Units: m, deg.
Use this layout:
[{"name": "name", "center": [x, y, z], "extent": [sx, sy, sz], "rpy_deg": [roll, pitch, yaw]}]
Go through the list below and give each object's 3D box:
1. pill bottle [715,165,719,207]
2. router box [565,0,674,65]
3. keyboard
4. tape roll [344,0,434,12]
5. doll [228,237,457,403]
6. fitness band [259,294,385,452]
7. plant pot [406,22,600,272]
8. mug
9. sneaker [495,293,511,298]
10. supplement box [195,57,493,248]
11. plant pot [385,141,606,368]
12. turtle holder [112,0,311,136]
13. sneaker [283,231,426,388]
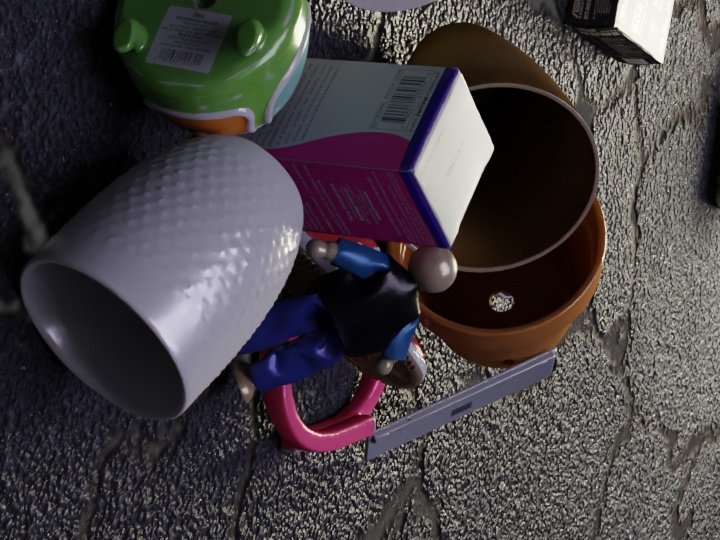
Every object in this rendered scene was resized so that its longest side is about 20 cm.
[{"name": "pill bottle", "center": [0.533, -0.174, 2.473], "extent": [0.116, 0.116, 0.201], "rpy_deg": [10, 88, -60]}, {"name": "router box", "center": [0.297, -0.341, 2.082], "extent": [0.150, 0.062, 0.201], "rpy_deg": [18, 81, -58]}, {"name": "keyboard", "center": [0.093, 0.124, 1.757], "extent": [0.199, 0.011, 0.056], "rpy_deg": [-23, 159, -14]}, {"name": "tape roll", "center": [0.039, -0.309, 1.531], "extent": [0.202, 0.071, 0.203], "rpy_deg": [-22, 142, -19]}, {"name": "doll", "center": [-0.016, 0.031, 1.505], "extent": [0.049, 0.199, 0.137], "rpy_deg": [-108, 174, -62]}, {"name": "fitness band", "center": [-0.025, 0.082, 1.650], "extent": [0.200, 0.037, 0.144], "rpy_deg": [-13, 107, -59]}, {"name": "plant pot", "center": [0.101, -0.132, 1.667], "extent": [0.200, 0.186, 0.187], "rpy_deg": [-99, 173, -54]}, {"name": "mug", "center": [-0.132, 0.004, 1.346], "extent": [0.175, 0.147, 0.200], "rpy_deg": [-49, 174, -31]}, {"name": "sneaker", "center": [0.163, -0.065, 1.892], "extent": [0.075, 0.084, 0.201], "rpy_deg": [-31, 123, -53]}, {"name": "supplement box", "center": [-0.014, -0.095, 1.469], "extent": [0.101, 0.199, 0.103], "rpy_deg": [-64, 147, -27]}, {"name": "plant pot", "center": [0.130, 0.001, 1.764], "extent": [0.140, 0.199, 0.201], "rpy_deg": [74, 34, -61]}, {"name": "turtle holder", "center": [-0.105, -0.183, 1.380], "extent": [0.132, 0.140, 0.186], "rpy_deg": [70, 7, -59]}, {"name": "sneaker", "center": [0.000, 0.000, 1.590], "extent": [0.200, 0.071, 0.113], "rpy_deg": [47, 48, -20]}]
